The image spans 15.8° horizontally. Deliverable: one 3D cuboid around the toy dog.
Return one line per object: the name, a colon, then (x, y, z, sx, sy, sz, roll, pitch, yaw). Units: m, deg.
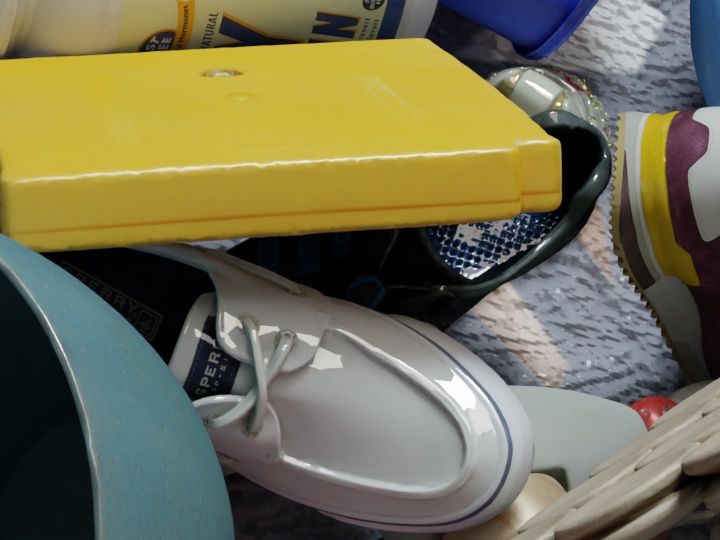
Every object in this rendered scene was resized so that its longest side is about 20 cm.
toy dog: (0.065, 0.085, 0.924, 0.200, 0.096, 0.132, 17, 36, -30)

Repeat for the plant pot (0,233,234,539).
plant pot: (-0.115, 0.084, 0.767, 0.200, 0.200, 0.135, 50, 20, 27)

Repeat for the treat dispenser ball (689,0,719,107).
treat dispenser ball: (0.240, -0.110, 1.103, 0.200, 0.201, 0.201, 13, 42, -12)

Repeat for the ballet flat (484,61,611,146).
ballet flat: (0.055, -0.043, 1.051, 0.076, 0.064, 0.200, 31, 41, 11)

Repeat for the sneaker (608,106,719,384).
sneaker: (0.159, -0.002, 0.973, 0.090, 0.200, 0.075, -1, 72, 23)

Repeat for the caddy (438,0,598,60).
caddy: (0.080, -0.172, 1.115, 0.105, 0.142, 0.200, 25, 17, -13)

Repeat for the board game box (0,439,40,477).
board game box: (-0.190, 0.013, 0.892, 0.200, 0.045, 0.152, 6, 44, -19)

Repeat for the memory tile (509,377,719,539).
memory tile: (0.118, 0.045, 0.793, 0.200, 0.153, 0.017, -28, 86, -53)

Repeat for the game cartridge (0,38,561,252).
game cartridge: (-0.039, -0.044, 0.874, 0.176, 0.033, 0.200, -4, 16, -10)

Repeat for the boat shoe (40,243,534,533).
boat shoe: (-0.043, 0.033, 0.833, 0.200, 0.074, 0.065, 19, 5, 17)

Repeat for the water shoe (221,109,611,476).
water shoe: (0.000, 0.000, 0.922, 0.200, 0.079, 0.072, -35, 87, -18)

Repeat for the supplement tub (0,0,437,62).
supplement tub: (-0.082, -0.136, 1.022, 0.200, 0.145, 0.145, -5, 49, -29)
